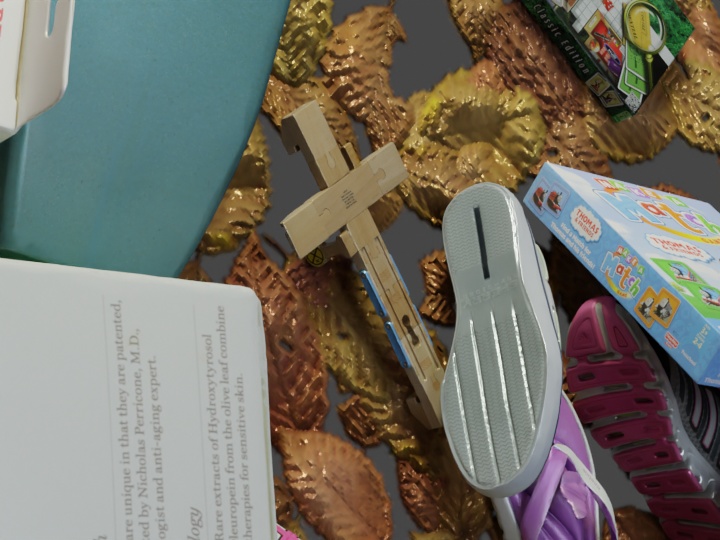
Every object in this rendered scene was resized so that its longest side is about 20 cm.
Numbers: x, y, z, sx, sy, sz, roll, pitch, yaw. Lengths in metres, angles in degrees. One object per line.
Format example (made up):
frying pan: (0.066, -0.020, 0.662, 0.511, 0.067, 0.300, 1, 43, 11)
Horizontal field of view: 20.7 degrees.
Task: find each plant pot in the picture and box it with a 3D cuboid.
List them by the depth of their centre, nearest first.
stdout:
plant pot: (-0.137, -0.087, 0.978, 0.141, 0.141, 0.200, 21, 72, -33)

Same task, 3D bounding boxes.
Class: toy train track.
toy train track: (0.000, 0.000, 1.130, 0.115, 0.033, 0.200, -38, 107, -47)

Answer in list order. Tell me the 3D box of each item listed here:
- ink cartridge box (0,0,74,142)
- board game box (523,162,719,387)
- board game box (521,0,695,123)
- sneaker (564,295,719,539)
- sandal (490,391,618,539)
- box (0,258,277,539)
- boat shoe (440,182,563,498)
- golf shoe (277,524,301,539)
ink cartridge box: (-0.203, -0.105, 0.885, 0.067, 0.200, 0.117, 15, 67, -35)
board game box: (0.210, 0.009, 1.208, 0.151, 0.037, 0.200, 11, 25, -36)
board game box: (0.139, -0.205, 1.308, 0.200, 0.023, 0.105, 49, 50, -16)
sneaker: (0.199, 0.087, 1.234, 0.087, 0.074, 0.200, -48, 112, -37)
sandal: (0.123, 0.153, 1.165, 0.082, 0.050, 0.203, 0, 76, -39)
box: (-0.159, 0.115, 0.854, 0.171, 0.199, 0.200, 7, 71, -37)
boat shoe: (0.091, 0.044, 1.145, 0.067, 0.074, 0.200, 40, 43, -48)
golf shoe: (-0.030, 0.171, 1.011, 0.200, 0.092, 0.073, 39, 57, -22)
